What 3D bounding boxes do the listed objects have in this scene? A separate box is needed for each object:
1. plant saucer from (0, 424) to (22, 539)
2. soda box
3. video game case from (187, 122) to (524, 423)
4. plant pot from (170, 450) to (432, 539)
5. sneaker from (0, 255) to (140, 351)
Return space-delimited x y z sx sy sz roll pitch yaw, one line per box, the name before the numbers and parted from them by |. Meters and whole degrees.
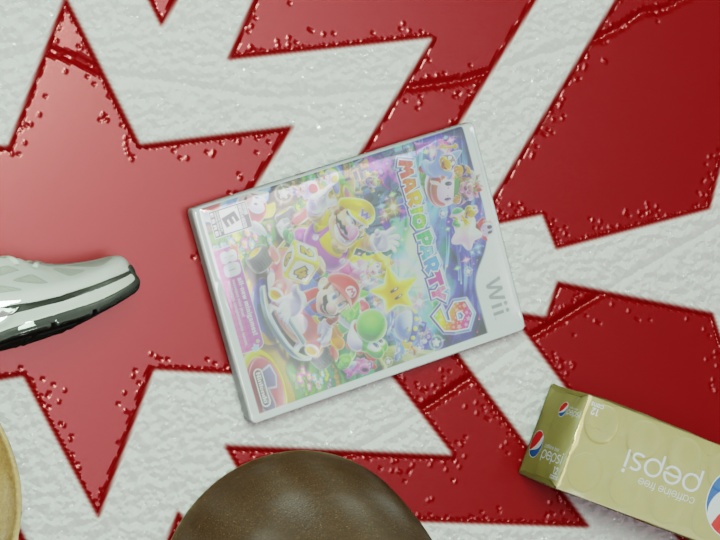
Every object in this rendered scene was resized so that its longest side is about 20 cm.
plant saucer | -0.297 0.133 1.157 0.198 0.035 0.202 14 57 -22
soda box | 0.213 0.143 1.353 0.199 0.064 0.068 22 87 -19
video game case | 0.000 0.000 1.295 0.198 0.018 0.145 -18 99 -17
plant pot | -0.011 0.217 1.210 0.185 0.200 0.189 -1 94 -19
sneaker | -0.233 -0.008 1.186 0.199 0.076 0.116 -16 85 -29
